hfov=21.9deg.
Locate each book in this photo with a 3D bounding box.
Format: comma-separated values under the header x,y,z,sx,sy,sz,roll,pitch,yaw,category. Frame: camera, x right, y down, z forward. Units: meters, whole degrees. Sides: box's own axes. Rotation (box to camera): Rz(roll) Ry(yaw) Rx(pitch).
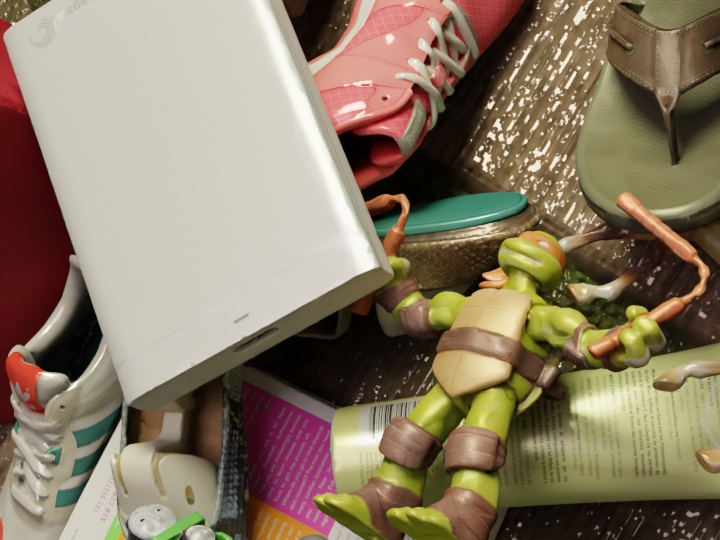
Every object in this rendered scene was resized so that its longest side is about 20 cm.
x,y,z,sx,sy,sz,roll,pitch,yaw,category
-0.040,0.125,0.904,0.200,0.048,0.134,25,90,31,book

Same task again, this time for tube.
x,y,z,sx,sy,sz,roll,pitch,yaw,category
0.088,0.076,0.824,0.200,0.052,0.058,-8,109,10,tube

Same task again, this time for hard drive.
x,y,z,sx,sy,sz,roll,pitch,yaw,category
-0.078,-0.055,0.840,0.132,0.026,0.200,-29,67,16,hard drive

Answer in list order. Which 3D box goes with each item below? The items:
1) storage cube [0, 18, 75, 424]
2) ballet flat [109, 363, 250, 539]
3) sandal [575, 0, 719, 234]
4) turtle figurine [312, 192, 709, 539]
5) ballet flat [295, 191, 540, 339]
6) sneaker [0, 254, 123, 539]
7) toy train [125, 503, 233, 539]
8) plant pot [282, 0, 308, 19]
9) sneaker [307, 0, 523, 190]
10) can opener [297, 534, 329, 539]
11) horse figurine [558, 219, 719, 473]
x,y,z,sx,sy,sz,roll,pitch,yaw,category
-0.236,-0.047,0.983,0.171,0.180,0.200,41,99,32,storage cube
-0.090,0.068,0.870,0.074,0.074,0.200,-4,83,30,ballet flat
0.137,-0.102,0.816,0.080,0.057,0.201,0,58,26,sandal
0.044,0.042,0.789,0.200,0.064,0.161,12,65,39,turtle figurine
0.000,0.000,0.910,0.200,0.071,0.065,-2,104,33,ballet flat
-0.159,0.078,0.956,0.070,0.093,0.200,27,92,33,sneaker
-0.092,0.188,0.866,0.056,0.042,0.200,32,130,31,toy train
-0.072,-0.230,0.942,0.200,0.200,0.184,19,99,33,plant pot
0.017,-0.084,0.877,0.200,0.074,0.087,-42,40,-6,sneaker
-0.040,0.212,0.849,0.067,0.053,0.200,56,131,51,can opener
0.165,0.002,0.799,0.133,0.050,0.200,-33,52,-6,horse figurine
